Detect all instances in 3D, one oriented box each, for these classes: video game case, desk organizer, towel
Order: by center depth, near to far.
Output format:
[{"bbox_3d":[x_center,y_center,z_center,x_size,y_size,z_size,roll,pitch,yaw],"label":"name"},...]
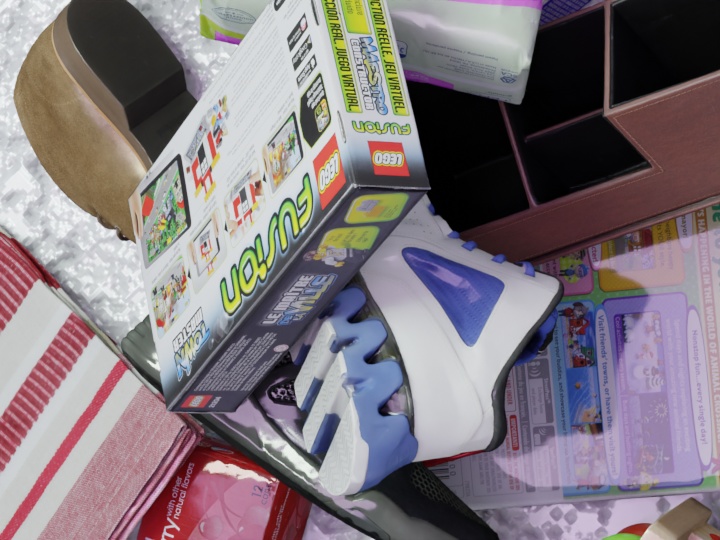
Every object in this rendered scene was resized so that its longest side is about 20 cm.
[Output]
[{"bbox_3d":[0.101,-0.064,1.262,0.200,0.077,0.072,-19,49,30],"label":"desk organizer"},{"bbox_3d":[0.102,0.009,1.351,0.182,0.022,0.200,-6,88,15],"label":"video game case"},{"bbox_3d":[-0.173,0.078,1.386,0.200,0.023,0.144,42,101,37],"label":"towel"}]

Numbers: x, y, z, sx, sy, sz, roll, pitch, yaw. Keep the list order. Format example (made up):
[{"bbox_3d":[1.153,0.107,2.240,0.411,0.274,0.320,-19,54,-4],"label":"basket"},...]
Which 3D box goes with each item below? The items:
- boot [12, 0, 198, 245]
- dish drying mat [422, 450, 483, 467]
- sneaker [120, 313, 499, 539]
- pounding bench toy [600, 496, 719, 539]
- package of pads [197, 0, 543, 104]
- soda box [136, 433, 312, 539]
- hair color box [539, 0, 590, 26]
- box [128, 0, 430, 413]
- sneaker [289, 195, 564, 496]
[{"bbox_3d":[-0.096,-0.036,1.392,0.075,0.074,0.200,-37,85,42],"label":"boot"},{"bbox_3d":[0.000,0.000,1.360,0.077,0.018,0.200,-19,82,22],"label":"dish drying mat"},{"bbox_3d":[0.000,0.054,1.305,0.199,0.076,0.114,38,84,5],"label":"sneaker"},{"bbox_3d":[0.146,0.192,1.247,0.156,0.200,0.124,36,99,11],"label":"pounding bench toy"},{"bbox_3d":[0.015,-0.185,1.241,0.154,0.068,0.200,12,74,3],"label":"package of pads"},{"bbox_3d":[-0.083,0.182,1.373,0.063,0.070,0.200,17,94,16],"label":"soda box"},{"bbox_3d":[0.100,-0.194,1.329,0.200,0.065,0.109,-38,79,10],"label":"hair color box"},{"bbox_3d":[-0.039,-0.032,1.197,0.200,0.035,0.110,-48,47,51],"label":"box"},{"bbox_3d":[0.023,0.004,1.247,0.115,0.081,0.200,-3,62,-21],"label":"sneaker"}]
